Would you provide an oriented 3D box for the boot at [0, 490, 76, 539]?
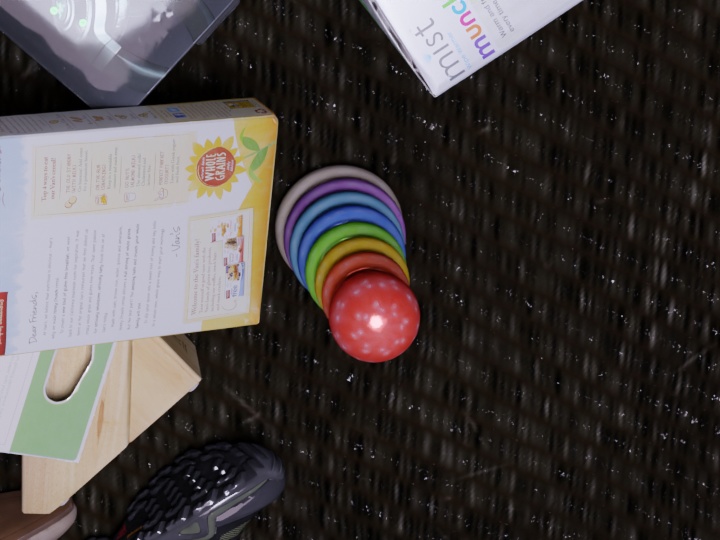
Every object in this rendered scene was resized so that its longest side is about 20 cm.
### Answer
[{"bbox_3d":[-0.267,0.240,1.427,0.200,0.070,0.146,-17,115,0],"label":"boot"}]

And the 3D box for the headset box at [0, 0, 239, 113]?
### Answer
[{"bbox_3d":[-0.155,-0.211,1.270,0.200,0.093,0.174,40,98,-19],"label":"headset box"}]

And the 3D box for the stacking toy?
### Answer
[{"bbox_3d":[0.000,0.000,1.311,0.085,0.200,0.086,-3,109,-9],"label":"stacking toy"}]

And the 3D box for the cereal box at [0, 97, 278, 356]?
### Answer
[{"bbox_3d":[-0.151,-0.026,1.273,0.200,0.040,0.144,-6,118,-27],"label":"cereal box"}]

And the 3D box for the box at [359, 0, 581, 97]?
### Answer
[{"bbox_3d":[0.073,-0.209,1.251,0.176,0.200,0.097,-34,111,3],"label":"box"}]

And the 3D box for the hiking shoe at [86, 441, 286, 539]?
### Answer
[{"bbox_3d":[-0.118,0.196,1.437,0.200,0.076,0.101,-37,119,14],"label":"hiking shoe"}]

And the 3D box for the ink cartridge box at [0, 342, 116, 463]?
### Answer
[{"bbox_3d":[-0.250,0.035,1.298,0.200,0.048,0.146,11,104,-34],"label":"ink cartridge box"}]

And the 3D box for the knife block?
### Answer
[{"bbox_3d":[-0.196,0.033,1.365,0.200,0.064,0.176,-42,109,7],"label":"knife block"}]
